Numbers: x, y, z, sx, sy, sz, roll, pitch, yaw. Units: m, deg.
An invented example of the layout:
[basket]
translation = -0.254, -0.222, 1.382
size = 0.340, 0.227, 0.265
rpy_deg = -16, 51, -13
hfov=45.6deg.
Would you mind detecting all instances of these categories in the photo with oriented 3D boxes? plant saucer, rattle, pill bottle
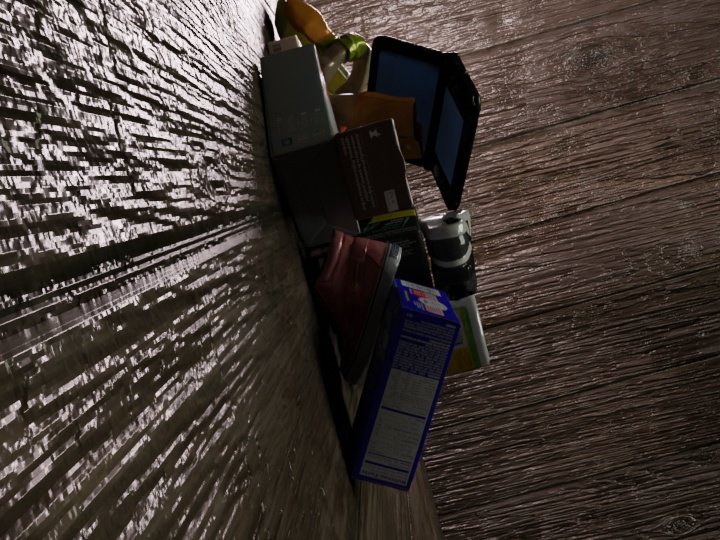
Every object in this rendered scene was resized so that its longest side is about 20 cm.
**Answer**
[plant saucer]
translation = -0.082, -0.375, 1.490
size = 0.200, 0.048, 0.201
rpy_deg = 46, 12, -27
[rattle]
translation = -0.060, -0.280, 1.283
size = 0.131, 0.141, 0.201
rpy_deg = -62, 166, -22
[pill bottle]
translation = 0.076, 0.101, 1.218
size = 0.111, 0.197, 0.113
rpy_deg = -14, 90, -83

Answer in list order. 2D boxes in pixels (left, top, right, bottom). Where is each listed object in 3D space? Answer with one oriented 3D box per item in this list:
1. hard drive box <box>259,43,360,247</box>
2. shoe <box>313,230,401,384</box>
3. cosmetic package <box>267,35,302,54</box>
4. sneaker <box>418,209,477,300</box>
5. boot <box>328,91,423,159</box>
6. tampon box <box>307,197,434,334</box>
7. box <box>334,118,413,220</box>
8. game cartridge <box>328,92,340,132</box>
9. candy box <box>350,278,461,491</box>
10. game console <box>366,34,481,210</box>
[hard drive box]
translation = -0.065, -0.158, 1.078
size = 0.157, 0.076, 0.202
rpy_deg = 73, 3, -48
[shoe]
translation = -0.018, 0.045, 1.064
size = 0.072, 0.090, 0.202
rpy_deg = -74, -179, -61
[cosmetic package]
translation = -0.089, -0.250, 1.320
size = 0.083, 0.050, 0.203
rpy_deg = -74, 149, -86
[sneaker]
translation = 0.121, -0.018, 1.173
size = 0.200, 0.072, 0.113
rpy_deg = -52, 133, -77
[boot]
translation = 0.020, -0.168, 1.241
size = 0.203, 0.142, 0.071
rpy_deg = 87, 15, -48
[tampon box]
translation = 0.010, -0.034, 1.175
size = 0.201, 0.148, 0.127
rpy_deg = -100, 176, -58
[box]
translation = 0.017, -0.122, 1.029
size = 0.200, 0.074, 0.101
rpy_deg = -94, 170, -83
[game cartridge]
translation = -0.052, -0.273, 1.459
size = 0.176, 0.033, 0.200
rpy_deg = 42, -1, 4
[candy box]
translation = 0.048, 0.127, 0.999
size = 0.169, 0.076, 0.202
rpy_deg = -92, -162, -80
[game console]
translation = 0.082, -0.209, 1.235
size = 0.201, 0.115, 0.177
rpy_deg = 97, -17, -45
